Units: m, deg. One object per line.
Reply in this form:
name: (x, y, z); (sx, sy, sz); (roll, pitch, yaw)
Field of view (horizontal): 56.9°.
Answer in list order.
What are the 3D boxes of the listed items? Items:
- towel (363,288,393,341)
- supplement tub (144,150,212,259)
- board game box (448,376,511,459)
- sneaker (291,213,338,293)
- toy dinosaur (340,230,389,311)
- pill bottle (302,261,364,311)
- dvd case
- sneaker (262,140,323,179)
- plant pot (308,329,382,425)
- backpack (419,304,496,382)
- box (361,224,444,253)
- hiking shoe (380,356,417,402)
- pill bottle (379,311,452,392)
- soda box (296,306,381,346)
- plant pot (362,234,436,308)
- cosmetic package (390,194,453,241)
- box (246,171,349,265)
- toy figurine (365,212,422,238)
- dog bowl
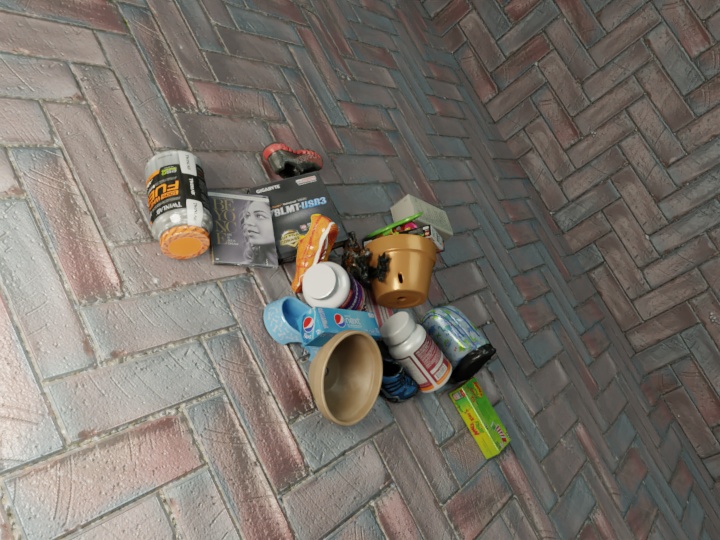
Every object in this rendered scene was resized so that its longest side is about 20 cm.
towel: (0.016, 0.115, 1.720); (0.199, 0.030, 0.148); (15, 49, -42)
supplement tub: (-0.368, -0.133, 1.351); (0.122, 0.122, 0.202); (15, 49, -45)
board game box: (0.332, 0.406, 1.843); (0.101, 0.047, 0.201); (-17, 75, -57)
sneaker: (-0.116, -0.039, 1.547); (0.077, 0.202, 0.073); (35, 21, 24)
toy dinosaur: (0.000, 0.000, 1.676); (0.102, 0.135, 0.202); (-29, 98, -36)
pill bottle: (-0.064, 0.048, 1.530); (0.113, 0.111, 0.200); (67, 8, 19)
dvd case: (-0.268, -0.095, 1.500); (0.147, 0.016, 0.202); (4, 54, -26)
sneaker: (-0.172, -0.283, 1.795); (0.199, 0.071, 0.099); (3, 58, -49)
plant pot: (-0.046, 0.226, 1.436); (0.200, 0.092, 0.204); (-4, 95, -49)
backpack: (0.252, 0.191, 1.844); (0.152, 0.164, 0.201); (-1, 54, -36)
box: (0.115, -0.065, 1.782); (0.110, 0.198, 0.035); (39, 44, -56)
hiking shoe: (0.081, 0.264, 1.607); (0.199, 0.086, 0.075); (23, 43, -40)
pill bottle: (0.139, 0.207, 1.691); (0.201, 0.109, 0.110); (52, 31, -21)
soda box: (-0.045, 0.130, 1.490); (0.199, 0.068, 0.065); (11, 51, -48)
plant pot: (0.105, 0.011, 1.737); (0.199, 0.199, 0.142); (21, 57, -41)
cosmetic package: (0.200, -0.158, 2.151); (0.199, 0.087, 0.104); (20, 47, -44)
box: (-0.154, -0.130, 1.626); (0.198, 0.050, 0.200); (-17, 75, -29)
toy figurine: (0.133, -0.050, 1.898); (0.149, 0.199, 0.186); (-27, 94, -43)
dog bowl: (-0.125, 0.130, 1.495); (0.199, 0.049, 0.112); (35, 37, -29)
